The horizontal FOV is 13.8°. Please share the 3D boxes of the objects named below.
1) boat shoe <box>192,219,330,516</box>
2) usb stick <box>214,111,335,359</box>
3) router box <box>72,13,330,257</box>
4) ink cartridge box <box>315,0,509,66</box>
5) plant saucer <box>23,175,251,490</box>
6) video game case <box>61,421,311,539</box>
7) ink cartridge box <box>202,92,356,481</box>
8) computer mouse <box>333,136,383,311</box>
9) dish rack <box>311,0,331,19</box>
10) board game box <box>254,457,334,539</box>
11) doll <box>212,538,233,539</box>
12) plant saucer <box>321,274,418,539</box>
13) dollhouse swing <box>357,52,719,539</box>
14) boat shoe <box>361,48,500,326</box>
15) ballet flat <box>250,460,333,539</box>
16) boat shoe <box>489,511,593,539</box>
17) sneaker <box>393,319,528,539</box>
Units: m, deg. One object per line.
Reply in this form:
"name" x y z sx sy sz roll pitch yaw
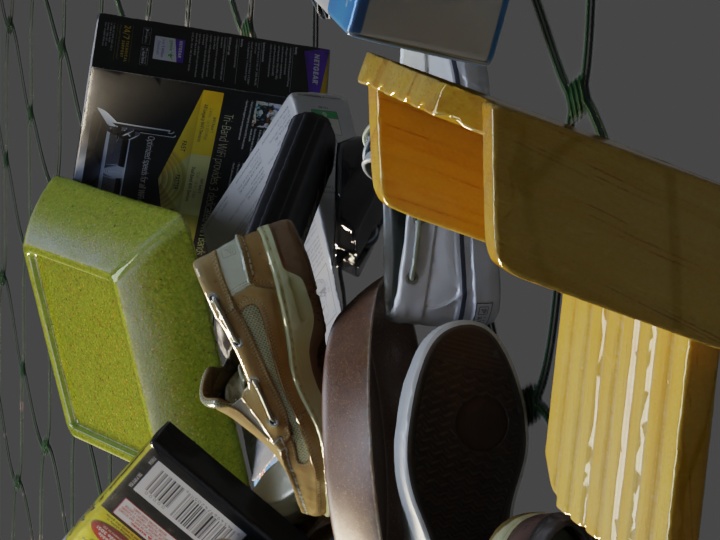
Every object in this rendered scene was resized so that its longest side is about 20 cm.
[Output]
"boat shoe" -0.054 0.062 1.684 0.072 0.076 0.200 -117 12 -56
"usb stick" -0.049 -0.021 1.779 0.200 0.033 0.056 -71 -18 -50
"router box" -0.114 -0.078 2.017 0.200 0.157 0.052 107 170 -50
"ink cartridge box" 0.023 -0.208 1.580 0.200 0.084 0.145 -128 49 -67
"plant saucer" -0.158 0.050 1.967 0.200 0.048 0.200 17 123 57
"video game case" -0.090 0.209 1.865 0.181 0.200 0.026 -48 3 42
"ink cartridge box" -0.039 0.012 1.919 0.161 0.050 0.200 -53 44 48
"computer mouse" 0.000 0.000 1.788 0.059 0.034 0.200 95 177 -53
"dish rack" -0.012 -0.260 1.820 0.154 0.054 0.200 -110 21 -53
"board game box" -0.034 0.106 1.987 0.200 0.037 0.152 -155 63 -72
"doll" -0.042 0.250 1.788 0.200 0.048 0.136 63 160 7
"plant saucer" 0.009 0.103 1.669 0.200 0.034 0.201 -5 -90 -81
"dollhouse swing" 0.071 0.019 1.339 0.200 0.181 0.176 -144 73 -71
"boat shoe" 0.034 -0.066 1.639 0.074 0.067 0.200 123 142 -65
"ballet flat" -0.043 0.150 1.857 0.200 0.072 0.068 -48 49 46
"boat shoe" 0.091 0.216 1.451 0.066 0.072 0.201 131 140 -76
"sneaker" 0.045 0.122 1.608 0.085 0.073 0.201 -155 63 -71
